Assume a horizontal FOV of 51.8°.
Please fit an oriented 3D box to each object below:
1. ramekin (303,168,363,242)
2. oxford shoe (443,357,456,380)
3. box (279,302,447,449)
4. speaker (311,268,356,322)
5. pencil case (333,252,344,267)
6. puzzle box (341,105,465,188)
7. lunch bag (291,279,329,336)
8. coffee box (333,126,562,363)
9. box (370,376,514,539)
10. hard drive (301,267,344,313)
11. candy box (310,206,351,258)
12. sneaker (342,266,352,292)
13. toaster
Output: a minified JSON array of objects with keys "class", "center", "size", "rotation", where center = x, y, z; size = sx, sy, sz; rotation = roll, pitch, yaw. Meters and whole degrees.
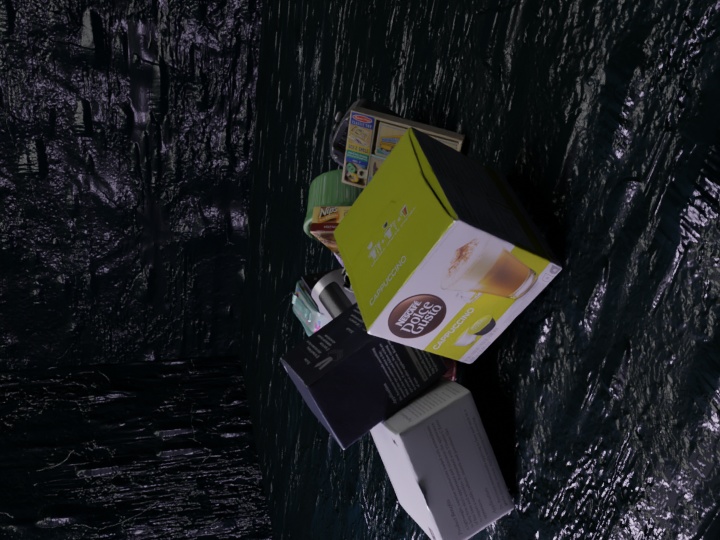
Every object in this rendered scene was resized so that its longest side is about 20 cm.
[{"class":"ramekin","center":[-0.019,-0.129,1.527],"size":[0.200,0.195,0.100],"rotation":[134,139,-66]},{"class":"oxford shoe","center":[0.121,0.126,1.269],"size":[0.075,0.069,0.204],"rotation":[-103,2,-58]},{"class":"box","center":[-0.001,0.145,1.151],"size":[0.119,0.198,0.196],"rotation":[59,168,-14]},{"class":"speaker","center":[-0.004,0.098,1.338],"size":[0.201,0.080,0.082],"rotation":[53,148,21]},{"class":"pencil case","center":[-0.020,-0.050,1.708],"size":[0.086,0.083,0.200],"rotation":[55,177,-27]},{"class":"puzzle box","center":[0.069,-0.187,1.250],"size":[0.026,0.195,0.136],"rotation":[-57,-20,-56]},{"class":"lunch bag","center":[-0.058,0.083,1.553],"size":[0.200,0.156,0.079],"rotation":[-137,50,-62]},{"class":"coffee box","center":[0.108,-0.030,1.009],"size":[0.201,0.195,0.202],"rotation":[-51,38,28]},{"class":"box","center":[0.110,0.278,1.139],"size":[0.203,0.128,0.200],"rotation":[68,166,-12]},{"class":"hard drive","center":[-0.010,0.033,1.493],"size":[0.135,0.195,0.043],"rotation":[-133,36,-60]},{"class":"candy box","center":[-0.007,-0.065,1.451],"size":[0.200,0.113,0.057],"rotation":[42,-126,-62]},{"class":"sneaker","center":[0.000,0.000,1.299],"size":[0.200,0.078,0.075],"rotation":[165,87,-84]},{"class":"toaster","center":[0.041,-0.228,1.348],"size":[0.115,0.196,0.130],"rotation":[-60,11,26]}]
